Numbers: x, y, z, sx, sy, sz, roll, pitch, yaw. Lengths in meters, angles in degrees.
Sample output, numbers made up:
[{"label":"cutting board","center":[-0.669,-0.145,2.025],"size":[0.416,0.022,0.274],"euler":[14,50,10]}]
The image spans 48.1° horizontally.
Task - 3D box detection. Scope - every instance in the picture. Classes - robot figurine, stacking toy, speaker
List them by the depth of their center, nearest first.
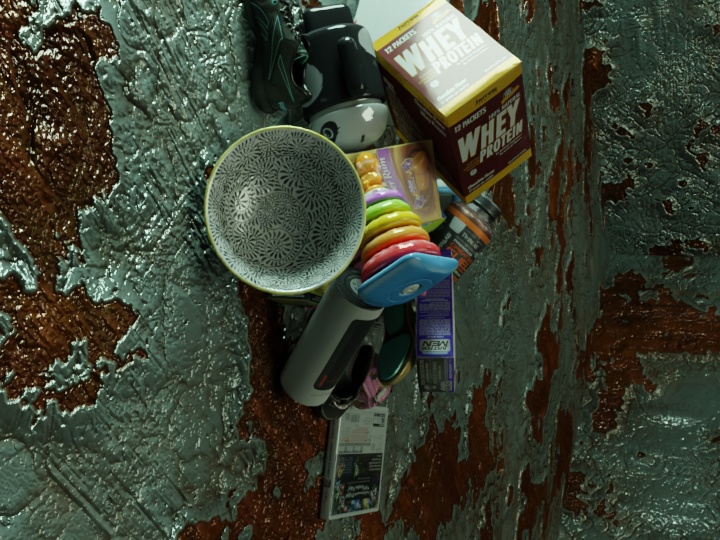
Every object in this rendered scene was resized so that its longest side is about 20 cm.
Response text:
[{"label":"stacking toy","center":[0.031,-0.064,1.042],"size":[0.115,0.109,0.203],"euler":[6,58,-51]},{"label":"speaker","center":[-0.040,0.094,1.111],"size":[0.201,0.081,0.081],"euler":[-59,171,33]},{"label":"robot figurine","center":[-0.033,-0.266,1.140],"size":[0.150,0.123,0.204],"euler":[-8,84,-68]}]

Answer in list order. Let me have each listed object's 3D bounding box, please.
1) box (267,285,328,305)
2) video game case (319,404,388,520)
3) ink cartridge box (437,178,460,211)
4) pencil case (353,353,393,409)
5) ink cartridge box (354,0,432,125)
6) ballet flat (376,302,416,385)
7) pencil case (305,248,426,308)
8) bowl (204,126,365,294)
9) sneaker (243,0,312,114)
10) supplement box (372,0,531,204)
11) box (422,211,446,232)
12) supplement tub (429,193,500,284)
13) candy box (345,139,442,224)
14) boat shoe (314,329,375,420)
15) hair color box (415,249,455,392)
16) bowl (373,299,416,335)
[{"label":"box","center":[-0.076,-0.053,1.144],"size":[0.050,0.074,0.204],"euler":[27,69,-59]},{"label":"video game case","center":[-0.007,0.321,1.374],"size":[0.199,0.023,0.186],"euler":[25,69,-63]},{"label":"ink cartridge box","center":[0.198,-0.119,1.696],"size":[0.200,0.082,0.148],"euler":[-39,125,-58]},{"label":"pencil case","center":[-0.011,0.130,1.281],"size":[0.083,0.085,0.202],"euler":[-56,138,-36]},{"label":"ink cartridge box","center":[0.086,-0.362,1.377],"size":[0.200,0.142,0.148],"euler":[47,51,-55]},{"label":"ballet flat","center":[0.068,0.118,1.281],"size":[0.063,0.068,0.202],"euler":[51,28,-29]},{"label":"pencil case","center":[0.000,0.000,1.168],"size":[0.092,0.197,0.094],"euler":[-76,148,-47]},{"label":"bowl","center":[-0.099,-0.069,1.014],"size":[0.094,0.197,0.205],"euler":[157,-61,-75]},{"label":"sneaker","center":[-0.103,-0.312,1.065],"size":[0.075,0.078,0.204],"euler":[-25,113,-61]},{"label":"supplement box","center":[0.137,-0.251,1.199],"size":[0.132,0.198,0.201],"euler":[-35,146,-6]},{"label":"box","center":[0.077,-0.116,1.424],"size":[0.123,0.048,0.199],"euler":[54,28,6]},{"label":"supplement tub","center":[0.179,-0.056,1.542],"size":[0.201,0.107,0.107],"euler":[-51,149,2]},{"label":"candy box","center":[0.023,-0.111,1.136],"size":[0.198,0.056,0.119],"euler":[-16,102,-36]},{"label":"boat shoe","center":[-0.025,0.161,1.203],"size":[0.057,0.066,0.202],"euler":[-118,-142,-48]},{"label":"hair color box","center":[0.120,0.079,1.287],"size":[0.110,0.063,0.203],"euler":[80,12,-54]},{"label":"bowl","center":[0.063,0.016,1.417],"size":[0.200,0.093,0.205],"euler":[-9,100,-63]}]
